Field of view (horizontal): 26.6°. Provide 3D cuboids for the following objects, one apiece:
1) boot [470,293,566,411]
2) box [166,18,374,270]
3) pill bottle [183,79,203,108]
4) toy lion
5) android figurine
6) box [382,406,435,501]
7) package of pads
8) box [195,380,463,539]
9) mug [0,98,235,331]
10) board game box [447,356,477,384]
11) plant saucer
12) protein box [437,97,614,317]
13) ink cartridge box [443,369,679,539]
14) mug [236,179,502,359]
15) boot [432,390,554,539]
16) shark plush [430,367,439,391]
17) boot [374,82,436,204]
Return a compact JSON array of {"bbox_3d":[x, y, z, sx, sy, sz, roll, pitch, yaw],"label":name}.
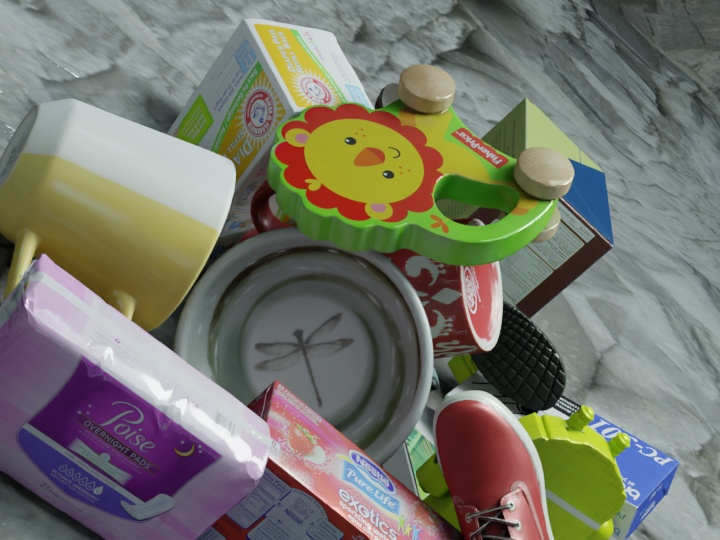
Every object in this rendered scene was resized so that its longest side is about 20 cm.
[{"bbox_3d":[0.128,0.045,1.424,0.200,0.068,0.131,43,16,17],"label":"boot"},{"bbox_3d":[-0.089,-0.103,1.313,0.101,0.200,0.113,1,49,-43],"label":"box"},{"bbox_3d":[-0.073,-0.109,1.483,0.200,0.112,0.113,37,25,-25],"label":"pill bottle"},{"bbox_3d":[0.036,-0.069,1.180,0.200,0.069,0.191,38,50,23],"label":"toy lion"},{"bbox_3d":[0.136,0.190,1.266,0.182,0.200,0.041,34,23,-26],"label":"android figurine"},{"bbox_3d":[0.096,0.202,1.389,0.200,0.036,0.145,32,27,-33],"label":"box"},{"bbox_3d":[-0.168,0.094,0.982,0.200,0.120,0.076,39,24,-20],"label":"package of pads"},{"bbox_3d":[-0.026,0.190,1.108,0.200,0.100,0.096,40,24,-16],"label":"box"},{"bbox_3d":[-0.194,-0.044,1.137,0.153,0.150,0.187,29,22,-21],"label":"mug"},{"bbox_3d":[0.167,0.157,1.497,0.101,0.048,0.200,32,19,-37],"label":"board game box"},{"bbox_3d":[-0.042,0.067,1.176,0.200,0.200,0.050,49,2,4],"label":"plant saucer"},{"bbox_3d":[0.158,-0.048,1.682,0.135,0.200,0.199,42,24,-14],"label":"protein box"},{"bbox_3d":[0.176,0.157,1.372,0.199,0.044,0.094,30,34,23],"label":"ink cartridge box"},{"bbox_3d":[0.000,0.011,1.240,0.178,0.199,0.134,53,38,-53],"label":"mug"},{"bbox_3d":[0.102,0.197,1.109,0.144,0.072,0.201,-66,137,-69],"label":"boot"},{"bbox_3d":[0.031,0.055,1.413,0.090,0.084,0.200,3,8,3],"label":"shark plush"},{"bbox_3d":[-0.017,-0.060,1.360,0.064,0.199,0.188,-22,101,-47],"label":"boot"}]
